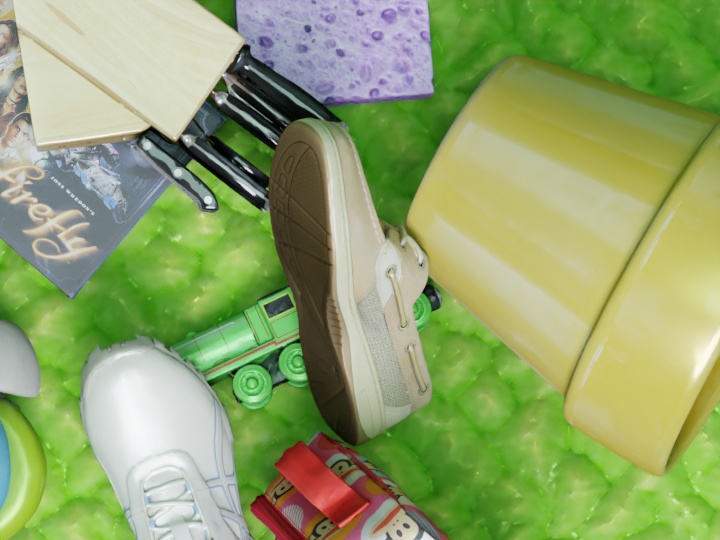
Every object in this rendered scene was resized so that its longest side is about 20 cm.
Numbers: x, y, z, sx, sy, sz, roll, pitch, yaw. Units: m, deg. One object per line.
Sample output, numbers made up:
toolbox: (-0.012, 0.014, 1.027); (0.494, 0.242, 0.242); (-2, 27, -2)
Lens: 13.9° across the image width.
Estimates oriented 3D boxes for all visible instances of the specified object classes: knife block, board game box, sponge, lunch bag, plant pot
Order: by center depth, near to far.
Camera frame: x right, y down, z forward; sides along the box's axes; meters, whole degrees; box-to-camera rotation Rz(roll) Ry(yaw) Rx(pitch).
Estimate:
lunch bag: (0.019, 0.161, 1.584); (0.082, 0.200, 0.176); (-45, 108, -4)
knife block: (-0.101, -0.125, 1.618); (0.175, 0.064, 0.200); (-9, 90, -6)
plant pot: (0.134, -0.019, 1.619); (0.189, 0.201, 0.201); (30, 87, 12)
board game box: (-0.194, -0.100, 1.659); (0.200, 0.035, 0.136); (41, 86, -4)
sponge: (-0.019, -0.192, 1.677); (0.111, 0.030, 0.200); (-4, 90, -5)

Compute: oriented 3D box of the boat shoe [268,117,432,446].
boat shoe: (0.000, 0.000, 1.598); (0.065, 0.072, 0.200); (-24, 124, -21)

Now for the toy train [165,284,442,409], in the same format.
toy train: (-0.050, 0.043, 1.670); (0.200, 0.042, 0.056); (-24, 82, -5)

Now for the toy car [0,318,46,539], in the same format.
toy car: (-0.268, 0.097, 1.594); (0.200, 0.150, 0.175); (16, 88, -5)

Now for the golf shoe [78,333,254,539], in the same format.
golf shoe: (-0.094, 0.132, 1.609); (0.078, 0.097, 0.200); (-22, 112, -1)
